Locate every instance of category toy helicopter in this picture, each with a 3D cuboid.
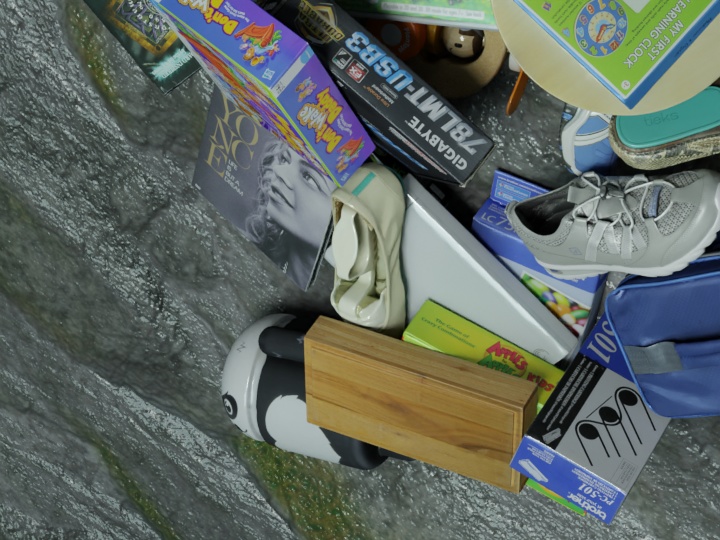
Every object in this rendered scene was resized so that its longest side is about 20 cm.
[{"bbox_3d":[0.106,-0.211,1.656,0.132,0.079,0.200,42,123,7],"label":"toy helicopter"}]

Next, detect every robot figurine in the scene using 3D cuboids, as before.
[{"bbox_3d":[-0.030,0.111,1.952,0.199,0.125,0.151,13,111,24],"label":"robot figurine"}]

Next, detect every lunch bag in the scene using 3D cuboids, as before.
[{"bbox_3d":[0.300,0.035,1.674,0.199,0.132,0.136,-11,117,39],"label":"lunch bag"}]

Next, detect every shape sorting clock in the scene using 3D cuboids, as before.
[{"bbox_3d":[0.191,-0.212,1.555,0.199,0.039,0.201,0,96,2],"label":"shape sorting clock"}]

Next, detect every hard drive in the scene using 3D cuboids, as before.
[{"bbox_3d":[0.073,0.022,1.832,0.200,0.027,0.132,44,138,-6],"label":"hard drive"}]

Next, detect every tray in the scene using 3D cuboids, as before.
[{"bbox_3d":[0.048,0.112,1.805,0.199,0.037,0.099,16,133,20],"label":"tray"}]

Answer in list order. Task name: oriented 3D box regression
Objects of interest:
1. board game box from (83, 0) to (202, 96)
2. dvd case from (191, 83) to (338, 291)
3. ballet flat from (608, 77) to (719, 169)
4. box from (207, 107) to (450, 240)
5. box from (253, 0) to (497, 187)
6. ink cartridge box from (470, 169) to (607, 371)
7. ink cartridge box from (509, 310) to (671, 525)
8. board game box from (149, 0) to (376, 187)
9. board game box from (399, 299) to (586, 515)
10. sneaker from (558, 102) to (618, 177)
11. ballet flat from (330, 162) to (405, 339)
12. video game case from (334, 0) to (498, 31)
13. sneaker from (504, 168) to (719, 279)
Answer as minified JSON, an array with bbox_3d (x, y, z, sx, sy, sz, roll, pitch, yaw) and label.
[{"bbox_3d":[-0.146,-0.245,1.822,0.200,0.028,0.135,-30,104,43],"label":"board game box"},{"bbox_3d":[-0.076,-0.088,1.831,0.149,0.016,0.200,43,145,17],"label":"dvd case"},{"bbox_3d":[0.284,-0.118,1.601,0.199,0.068,0.075,-15,159,15],"label":"ballet flat"},{"bbox_3d":[-0.027,-0.100,1.852,0.200,0.035,0.110,45,135,-5],"label":"box"},{"bbox_3d":[-0.001,-0.147,1.688,0.200,0.050,0.198,39,178,-12],"label":"box"},{"bbox_3d":[0.143,0.018,1.831,0.119,0.042,0.201,24,132,15],"label":"ink cartridge box"},{"bbox_3d":[0.205,0.108,1.744,0.094,0.200,0.044,30,135,10],"label":"ink cartridge box"},{"bbox_3d":[-0.073,-0.151,1.640,0.134,0.045,0.200,39,175,24],"label":"board game box"},{"bbox_3d":[0.123,0.116,1.822,0.199,0.048,0.102,28,138,11],"label":"board game box"},{"bbox_3d":[0.206,-0.142,1.637,0.077,0.076,0.201,26,133,14],"label":"sneaker"},{"bbox_3d":[0.000,0.000,1.797,0.069,0.070,0.201,17,134,21],"label":"ballet flat"},{"bbox_3d":[0.075,-0.272,1.604,0.199,0.022,0.183,9,106,21],"label":"video game case"},{"bbox_3d":[0.194,-0.039,1.649,0.082,0.075,0.200,33,147,-33],"label":"sneaker"}]
